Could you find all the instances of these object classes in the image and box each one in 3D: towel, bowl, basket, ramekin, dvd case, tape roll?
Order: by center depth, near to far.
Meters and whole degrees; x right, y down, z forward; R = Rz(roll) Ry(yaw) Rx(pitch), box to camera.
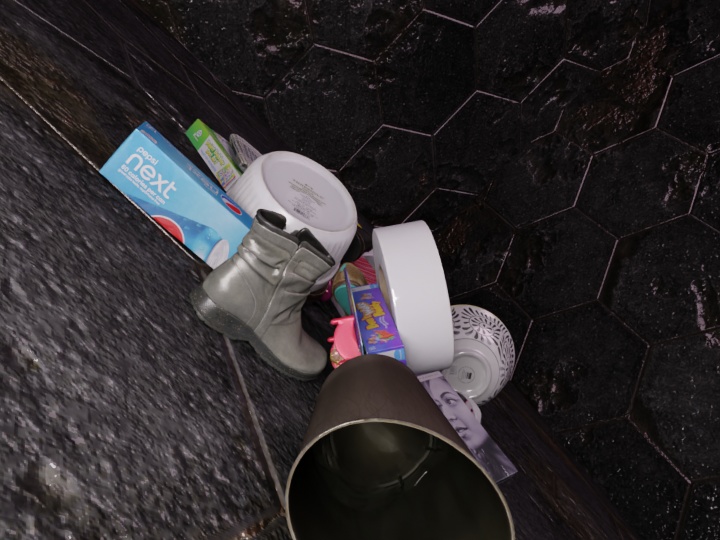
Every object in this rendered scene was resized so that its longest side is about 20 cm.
[{"bbox_3d":[0.021,0.157,0.511,0.180,0.136,0.200,39,5,-10],"label":"basket"},{"bbox_3d":[0.067,0.039,0.812,0.202,0.070,0.206,169,-90,-86],"label":"tape roll"},{"bbox_3d":[-0.096,-0.078,0.871,0.198,0.105,0.202,26,37,-21],"label":"ramekin"},{"bbox_3d":[0.121,0.230,0.873,0.147,0.016,0.200,-3,44,-45],"label":"dvd case"},{"bbox_3d":[0.000,0.000,1.066,0.144,0.023,0.200,24,15,-41],"label":"towel"},{"bbox_3d":[0.186,0.172,1.086,0.201,0.201,0.094,45,11,-6],"label":"bowl"},{"bbox_3d":[-0.179,-0.185,1.224,0.200,0.035,0.193,43,8,-31],"label":"towel"}]

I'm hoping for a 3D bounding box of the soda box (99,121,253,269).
[{"bbox_3d":[-0.202,-0.078,0.717,0.200,0.068,0.064,44,8,-21],"label":"soda box"}]

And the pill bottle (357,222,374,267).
[{"bbox_3d":[-0.032,-0.055,1.374,0.111,0.111,0.200,39,10,-43],"label":"pill bottle"}]

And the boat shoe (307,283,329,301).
[{"bbox_3d":[-0.126,-0.034,0.960,0.201,0.070,0.071,51,-29,12],"label":"boat shoe"}]

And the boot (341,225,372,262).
[{"bbox_3d":[-0.066,-0.087,1.048,0.200,0.078,0.138,44,14,7],"label":"boot"}]

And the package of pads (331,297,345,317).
[{"bbox_3d":[0.017,0.079,1.092,0.120,0.076,0.201,34,14,-42],"label":"package of pads"}]

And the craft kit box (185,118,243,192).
[{"bbox_3d":[-0.237,-0.190,1.215,0.201,0.048,0.197,51,6,33],"label":"craft kit box"}]

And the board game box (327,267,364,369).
[{"bbox_3d":[-0.018,0.101,0.721,0.158,0.038,0.203,-107,-173,-64],"label":"board game box"}]

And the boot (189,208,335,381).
[{"bbox_3d":[-0.069,0.032,0.639,0.200,0.131,0.068,39,10,-41],"label":"boot"}]

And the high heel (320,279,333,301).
[{"bbox_3d":[-0.121,-0.025,1.013,0.095,0.068,0.201,2,41,-44],"label":"high heel"}]

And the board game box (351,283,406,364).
[{"bbox_3d":[0.025,0.117,0.781,0.200,0.044,0.137,-111,-168,-70],"label":"board game box"}]

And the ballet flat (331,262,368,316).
[{"bbox_3d":[0.007,0.065,0.935,0.073,0.067,0.201,-86,155,-48],"label":"ballet flat"}]

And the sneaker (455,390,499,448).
[{"bbox_3d":[0.150,0.248,0.959,0.086,0.081,0.200,30,9,-28],"label":"sneaker"}]
